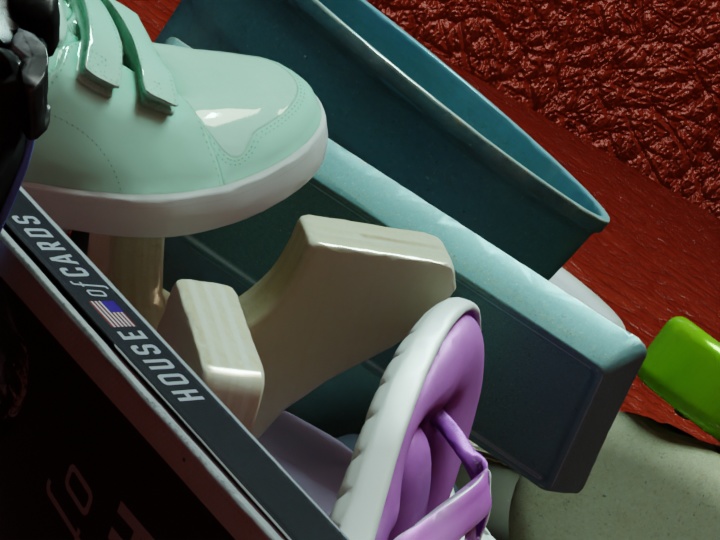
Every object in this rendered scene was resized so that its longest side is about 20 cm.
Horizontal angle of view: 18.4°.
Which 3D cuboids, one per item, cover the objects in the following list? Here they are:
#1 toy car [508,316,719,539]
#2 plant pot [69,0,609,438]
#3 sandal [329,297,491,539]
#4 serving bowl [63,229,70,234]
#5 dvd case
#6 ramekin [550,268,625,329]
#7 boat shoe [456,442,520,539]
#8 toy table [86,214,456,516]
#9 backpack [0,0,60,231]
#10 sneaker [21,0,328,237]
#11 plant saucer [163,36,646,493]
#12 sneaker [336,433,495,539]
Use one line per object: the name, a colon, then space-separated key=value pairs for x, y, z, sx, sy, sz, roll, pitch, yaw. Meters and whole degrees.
toy car: x=0.160 y=0.139 z=0.935 sx=0.158 sy=0.165 sz=0.200 roll=40 pitch=6 yaw=33
plant pot: x=-0.031 y=-0.012 z=0.921 sx=0.200 sy=0.188 sz=0.200 roll=37 pitch=10 yaw=-7
sandal: x=0.011 y=0.101 z=0.647 sx=0.049 sy=0.204 sz=0.083 roll=15 pitch=-32 yaw=13
serving bowl: x=-0.199 y=-0.043 z=0.841 sx=0.198 sy=0.066 sz=0.200 roll=17 pitch=-7 yaw=2
dvd case: x=-0.086 y=0.070 z=0.530 sx=0.025 sy=0.151 sz=0.200 roll=2 pitch=29 yaw=-41
ramekin: x=0.065 y=0.030 z=1.290 sx=0.201 sy=0.095 sz=0.202 roll=33 pitch=10 yaw=-7
boat shoe: x=0.096 y=0.129 z=1.010 sx=0.201 sy=0.072 sz=0.060 roll=33 pitch=5 yaw=-25
toy table: x=-0.069 y=0.029 z=0.701 sx=0.198 sy=0.118 sz=0.184 roll=3 pitch=32 yaw=-31
backpack: x=-0.186 y=0.002 z=0.469 sx=0.153 sy=0.201 sz=0.190 roll=30 pitch=16 yaw=29
sneaker: x=-0.082 y=-0.078 z=0.631 sx=0.199 sy=0.119 sz=0.074 roll=0 pitch=31 yaw=-34
plant saucer: x=0.000 y=0.000 z=0.749 sx=0.199 sy=0.070 sz=0.019 roll=34 pitch=40 yaw=18
sneaker: x=0.039 y=0.122 z=0.844 sx=0.198 sy=0.080 sz=0.130 roll=22 pitch=20 yaw=-4
